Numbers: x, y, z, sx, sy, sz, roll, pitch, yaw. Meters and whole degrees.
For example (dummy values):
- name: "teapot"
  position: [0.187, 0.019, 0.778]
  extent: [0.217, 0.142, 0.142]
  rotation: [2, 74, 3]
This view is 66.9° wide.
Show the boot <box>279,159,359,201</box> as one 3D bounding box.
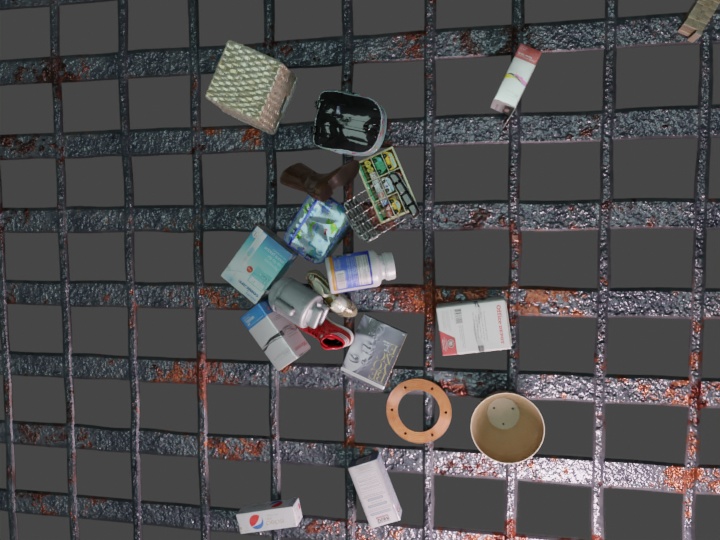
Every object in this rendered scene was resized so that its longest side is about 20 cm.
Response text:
- name: "boot"
  position: [-0.127, -0.297, 1.646]
  extent: [0.186, 0.064, 0.200]
  rotation: [-41, 46, -24]

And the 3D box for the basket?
- name: "basket"
  position: [-0.321, -0.543, 1.628]
  extent: [0.199, 0.161, 0.199]
  rotation: [26, 97, 6]

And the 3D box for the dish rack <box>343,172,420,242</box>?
- name: "dish rack"
  position: [0.058, -0.182, 1.602]
  extent: [0.199, 0.055, 0.154]
  rotation: [-31, 87, 6]

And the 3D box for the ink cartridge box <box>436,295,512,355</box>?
- name: "ink cartridge box"
  position: [0.330, 0.161, 1.594]
  extent: [0.199, 0.083, 0.148]
  rotation: [-7, 93, 11]

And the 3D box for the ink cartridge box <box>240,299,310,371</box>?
- name: "ink cartridge box"
  position: [-0.257, 0.192, 1.670]
  extent: [0.084, 0.145, 0.200]
  rotation: [-37, 86, 12]

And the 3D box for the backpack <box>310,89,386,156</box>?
- name: "backpack"
  position: [-0.024, -0.421, 1.585]
  extent: [0.199, 0.151, 0.178]
  rotation: [12, 98, 16]

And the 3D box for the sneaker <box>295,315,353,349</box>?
- name: "sneaker"
  position: [-0.124, 0.179, 1.657]
  extent: [0.199, 0.115, 0.079]
  rotation: [17, 97, 12]

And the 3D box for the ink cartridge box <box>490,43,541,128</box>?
- name: "ink cartridge box"
  position: [0.421, -0.508, 1.517]
  extent: [0.067, 0.116, 0.201]
  rotation: [26, 97, 7]

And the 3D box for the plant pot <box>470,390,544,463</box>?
- name: "plant pot"
  position: [0.416, 0.433, 1.570]
  extent: [0.199, 0.134, 0.201]
  rotation: [1, 93, 9]

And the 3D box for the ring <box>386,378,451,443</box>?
- name: "ring"
  position: [0.179, 0.429, 1.672]
  extent: [0.199, 0.019, 0.201]
  rotation: [1, 94, 11]

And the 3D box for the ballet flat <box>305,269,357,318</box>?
- name: "ballet flat"
  position: [-0.096, 0.077, 1.669]
  extent: [0.200, 0.075, 0.068]
  rotation: [44, 101, 4]

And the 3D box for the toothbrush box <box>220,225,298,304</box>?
- name: "toothbrush box"
  position: [-0.312, -0.019, 1.697]
  extent: [0.146, 0.085, 0.200]
  rotation: [40, 101, 5]

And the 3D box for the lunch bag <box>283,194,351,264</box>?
- name: "lunch bag"
  position: [-0.129, -0.131, 1.661]
  extent: [0.161, 0.082, 0.200]
  rotation: [36, 98, 9]

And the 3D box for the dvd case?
- name: "dvd case"
  position: [0.039, 0.255, 1.686]
  extent: [0.148, 0.016, 0.201]
  rotation: [23, 98, 8]

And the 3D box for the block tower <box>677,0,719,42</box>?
- name: "block tower"
  position: [0.922, -0.718, 1.447]
  extent: [0.058, 0.054, 0.201]
  rotation: [28, 97, 8]

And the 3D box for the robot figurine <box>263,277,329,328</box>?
- name: "robot figurine"
  position: [-0.193, 0.095, 1.631]
  extent: [0.199, 0.169, 0.113]
  rotation: [29, 105, 17]

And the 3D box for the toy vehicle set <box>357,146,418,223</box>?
- name: "toy vehicle set"
  position: [0.080, -0.256, 1.640]
  extent: [0.124, 0.027, 0.201]
  rotation: [-23, 89, 11]

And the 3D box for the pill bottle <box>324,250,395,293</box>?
- name: "pill bottle"
  position: [0.000, 0.000, 1.621]
  extent: [0.199, 0.112, 0.113]
  rotation: [-10, 92, -4]

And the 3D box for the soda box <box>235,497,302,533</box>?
- name: "soda box"
  position: [-0.294, 0.790, 1.757]
  extent: [0.199, 0.064, 0.068]
  rotation: [-12, 91, 11]

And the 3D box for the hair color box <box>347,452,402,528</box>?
- name: "hair color box"
  position: [0.046, 0.681, 1.690]
  extent: [0.099, 0.061, 0.201]
  rotation: [-21, 89, 11]
